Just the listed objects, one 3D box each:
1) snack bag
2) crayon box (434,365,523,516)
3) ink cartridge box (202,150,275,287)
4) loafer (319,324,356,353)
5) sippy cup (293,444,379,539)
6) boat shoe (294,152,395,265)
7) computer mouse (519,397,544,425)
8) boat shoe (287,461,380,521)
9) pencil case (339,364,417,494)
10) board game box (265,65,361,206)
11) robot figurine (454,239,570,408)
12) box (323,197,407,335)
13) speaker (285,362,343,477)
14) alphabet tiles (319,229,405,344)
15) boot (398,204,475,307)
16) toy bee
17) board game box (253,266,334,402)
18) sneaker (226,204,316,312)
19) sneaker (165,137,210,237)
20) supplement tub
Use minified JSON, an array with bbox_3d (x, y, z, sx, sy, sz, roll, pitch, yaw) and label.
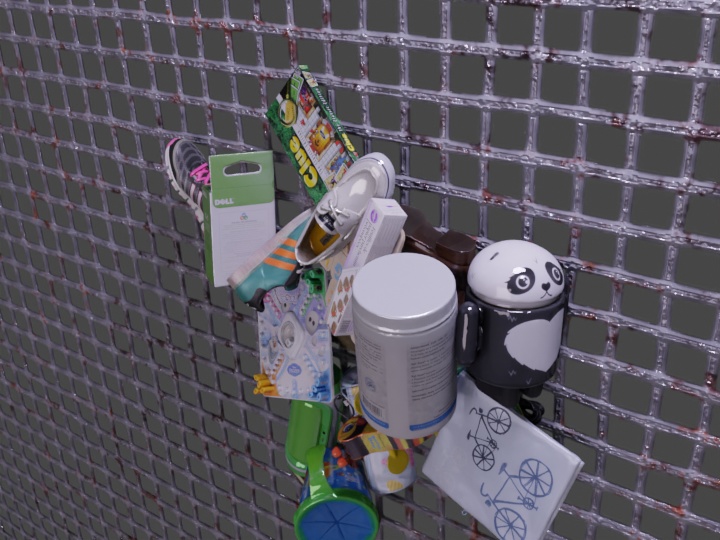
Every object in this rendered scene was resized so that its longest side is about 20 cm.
[{"bbox_3d":[0.178,0.260,1.091,0.199,0.021,0.191,35,124,29],"label":"snack bag"},{"bbox_3d":[0.170,0.229,1.139,0.118,0.058,0.203,-25,89,41],"label":"crayon box"},{"bbox_3d":[-0.186,-0.083,1.264,0.059,0.102,0.204,-145,51,-61],"label":"ink cartridge box"},{"bbox_3d":[0.013,0.087,1.228,0.068,0.076,0.199,47,158,-26],"label":"loafer"},{"bbox_3d":[-0.040,0.363,1.327,0.137,0.131,0.180,13,120,-10],"label":"sippy cup"},{"bbox_3d":[-0.027,-0.074,1.090,0.071,0.070,0.200,50,131,5],"label":"boat shoe"},{"bbox_3d":[0.195,0.255,1.193,0.108,0.044,0.203,24,125,26],"label":"computer mouse"},{"bbox_3d":[-0.056,0.398,1.446,0.200,0.072,0.067,37,125,12],"label":"boat shoe"},{"bbox_3d":[0.029,0.246,1.288,0.082,0.091,0.204,-5,110,34],"label":"pencil case"},{"bbox_3d":[-0.061,-0.175,1.159,0.105,0.023,0.202,-46,67,43],"label":"board game box"},{"bbox_3d":[0.189,0.064,1.013,0.122,0.150,0.204,6,113,16],"label":"robot figurine"},{"bbox_3d":[0.003,-0.001,1.091,0.039,0.041,0.202,53,133,41],"label":"box"},{"bbox_3d":[-0.078,0.249,1.378,0.087,0.088,0.203,27,126,24],"label":"speaker"},{"bbox_3d":[0.000,0.000,1.143,0.200,0.014,0.198,50,133,40],"label":"alphabet tiles"},{"bbox_3d":[0.081,0.022,1.159,0.185,0.064,0.203,30,137,35],"label":"boot"},{"bbox_3d":[0.017,0.233,1.146,0.131,0.109,0.200,47,140,-3],"label":"toy bee"},{"bbox_3d":[-0.115,0.102,1.301,0.198,0.026,0.205,-6,87,52],"label":"board game box"},{"bbox_3d":[-0.103,-0.021,1.229,0.199,0.071,0.080,-41,92,7],"label":"sneaker"},{"bbox_3d":[-0.237,-0.127,1.321,0.087,0.074,0.202,-17,106,42],"label":"sneaker"},{"bbox_3d":[0.057,0.096,1.024,0.130,0.132,0.203,20,132,29],"label":"supplement tub"}]
